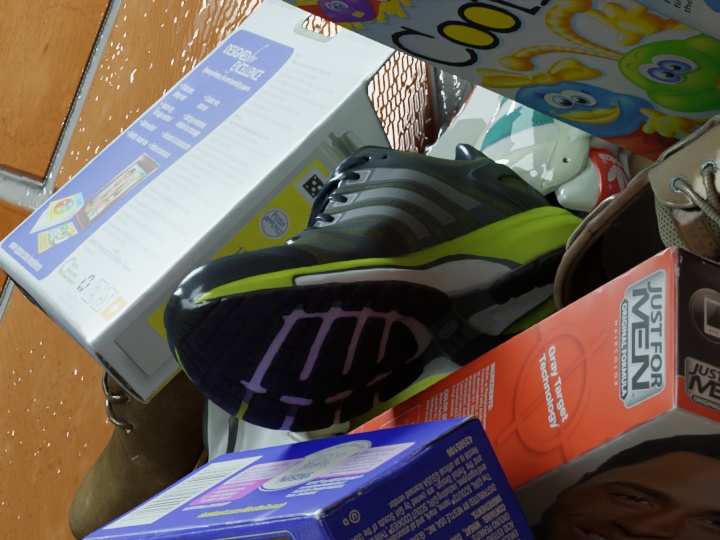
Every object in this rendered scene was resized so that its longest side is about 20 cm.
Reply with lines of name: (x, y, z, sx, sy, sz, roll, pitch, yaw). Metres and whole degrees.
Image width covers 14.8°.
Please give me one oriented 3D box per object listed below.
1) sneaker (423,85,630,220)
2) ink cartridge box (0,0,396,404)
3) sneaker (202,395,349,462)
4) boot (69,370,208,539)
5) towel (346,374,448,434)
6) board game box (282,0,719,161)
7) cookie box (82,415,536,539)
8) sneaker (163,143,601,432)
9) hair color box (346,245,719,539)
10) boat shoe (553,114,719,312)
sneaker: (0.086, -0.061, 1.091, 0.093, 0.070, 0.200, 35, 101, 44)
ink cartridge box: (-0.058, -0.044, 1.210, 0.200, 0.047, 0.198, -42, 20, -7)
sneaker: (-0.012, 0.085, 1.144, 0.115, 0.076, 0.201, 14, 83, 42)
boot: (-0.096, 0.058, 1.300, 0.200, 0.075, 0.074, -52, 33, 32)
towel: (-0.007, 0.088, 1.197, 0.200, 0.018, 0.086, -46, 40, 36)
board game box: (0.082, -0.120, 0.974, 0.103, 0.200, 0.105, -22, 52, 55)
cookie box: (0.011, 0.158, 0.923, 0.171, 0.075, 0.200, -14, 103, 58)
sneaker: (0.000, 0.000, 0.991, 0.081, 0.200, 0.074, 46, 124, 27)
hair color box: (0.082, 0.067, 0.950, 0.200, 0.101, 0.061, -35, 44, 49)
boat shoe: (0.134, -0.020, 0.924, 0.076, 0.072, 0.200, 56, 145, 5)
